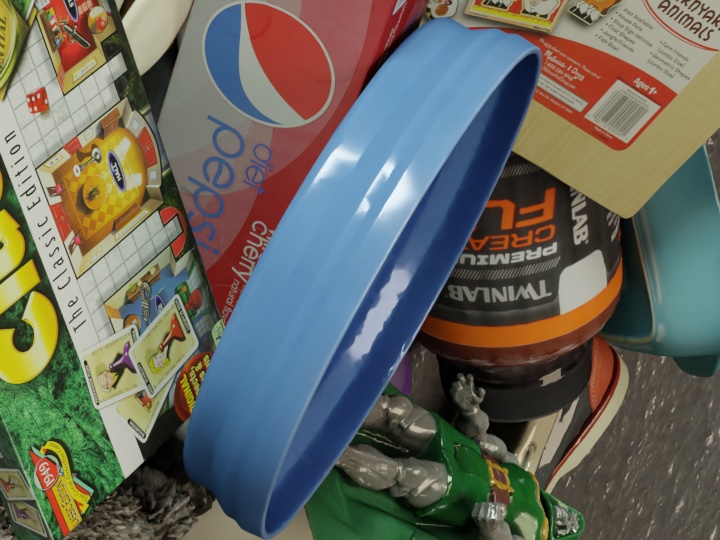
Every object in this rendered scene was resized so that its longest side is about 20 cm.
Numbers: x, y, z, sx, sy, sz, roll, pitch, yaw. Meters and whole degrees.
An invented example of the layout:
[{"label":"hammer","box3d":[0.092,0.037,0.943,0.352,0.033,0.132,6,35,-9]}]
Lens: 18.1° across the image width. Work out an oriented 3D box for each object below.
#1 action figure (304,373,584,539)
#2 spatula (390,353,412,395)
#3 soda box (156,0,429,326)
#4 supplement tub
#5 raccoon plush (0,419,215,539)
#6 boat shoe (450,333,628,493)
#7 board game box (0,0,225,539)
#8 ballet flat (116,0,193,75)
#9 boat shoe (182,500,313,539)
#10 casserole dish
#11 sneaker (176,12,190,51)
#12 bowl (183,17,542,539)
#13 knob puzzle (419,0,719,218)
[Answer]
[{"label":"action figure","box3d":[0.036,0.088,0.978,0.200,0.055,0.118,31,40,-47]},{"label":"spatula","box3d":[-0.013,-0.009,0.970,0.057,0.021,0.200,-46,137,-35]},{"label":"soda box","box3d":[-0.028,-0.064,0.803,0.063,0.070,0.200,-56,171,-46]},{"label":"supplement tub","box3d":[0.061,-0.032,0.989,0.107,0.107,0.200,-40,134,-38]},{"label":"raccoon plush","box3d":[-0.132,0.075,0.813,0.134,0.097,0.200,63,29,-33]},{"label":"boat shoe","box3d":[0.057,0.102,1.078,0.200,0.071,0.063,-56,132,-15]},{"label":"board game box","box3d":[-0.103,-0.020,0.726,0.105,0.023,0.200,-43,129,-36]},{"label":"ballet flat","box3d":[-0.076,-0.127,0.782,0.069,0.071,0.201,17,90,-51]},{"label":"boat shoe","box3d":[-0.006,0.129,0.983,0.200,0.069,0.072,39,113,-23]},{"label":"casserole dish","box3d":[0.120,-0.043,1.043,0.039,0.121,0.201,-17,96,-16]},{"label":"sneaker","box3d":[0.010,-0.136,0.909,0.200,0.099,0.071,-25,129,-9]},{"label":"bowl","box3d":[0.000,0.000,0.806,0.201,0.039,0.201,-58,172,-14]},{"label":"knob puzzle","box3d":[0.103,-0.133,0.858,0.219,0.030,0.220,-8,129,-10]}]
